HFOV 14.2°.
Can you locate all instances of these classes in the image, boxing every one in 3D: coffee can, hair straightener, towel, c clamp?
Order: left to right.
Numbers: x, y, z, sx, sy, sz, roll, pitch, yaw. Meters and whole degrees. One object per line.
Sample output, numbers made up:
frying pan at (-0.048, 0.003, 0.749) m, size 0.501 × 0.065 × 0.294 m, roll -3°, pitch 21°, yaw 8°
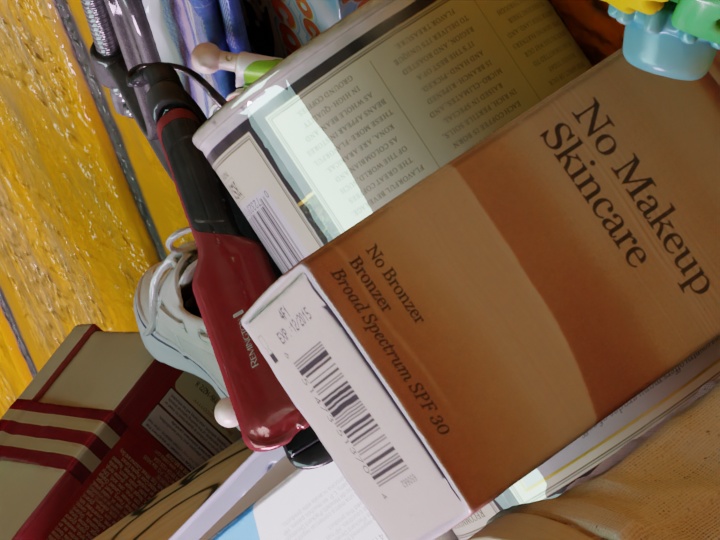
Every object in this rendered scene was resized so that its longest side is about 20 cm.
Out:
c clamp at (-0.124, -0.125, 1.383) m, size 0.200 × 0.027 × 0.171 m, roll 79°, pitch 166°, yaw -56°
towel at (-0.080, -0.113, 1.313) m, size 0.200 × 0.024 × 0.147 m, roll -122°, pitch 15°, yaw -54°
hair straightener at (-0.047, -0.006, 1.159) m, size 0.077 × 0.041 × 0.200 m, roll 31°, pitch -153°, yaw -55°
coffee can at (0.050, -0.007, 1.101) m, size 0.200 × 0.146 × 0.146 m, roll 57°, pitch 159°, yaw 0°

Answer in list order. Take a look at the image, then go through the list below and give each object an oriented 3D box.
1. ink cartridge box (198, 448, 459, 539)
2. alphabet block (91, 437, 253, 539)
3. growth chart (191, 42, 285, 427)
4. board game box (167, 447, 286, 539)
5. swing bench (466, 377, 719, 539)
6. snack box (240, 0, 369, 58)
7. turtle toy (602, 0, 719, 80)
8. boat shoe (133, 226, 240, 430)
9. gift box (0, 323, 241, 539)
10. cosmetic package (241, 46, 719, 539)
ink cartridge box at (0.041, 0.151, 1.205) m, size 0.128 × 0.125 × 0.200 m, roll -39°, pitch 92°, yaw 31°
alphabet block at (-0.021, 0.186, 1.462) m, size 0.197 × 0.200 × 0.195 m, roll 58°, pitch 159°, yaw -5°
growth chart at (0.000, 0.000, 1.242) m, size 0.144 × 0.018 × 0.201 m, roll 6°, pitch 118°, yaw 11°
board game box at (0.025, 0.151, 1.303) m, size 0.200 × 0.200 × 0.026 m, roll 45°, pitch -171°, yaw 3°
swing bench at (0.146, 0.103, 0.976) m, size 0.130 × 0.199 × 0.201 m, roll 30°, pitch 146°, yaw 49°
snack box at (-0.026, -0.120, 1.252) m, size 0.116 × 0.037 × 0.200 m, roll 44°, pitch 156°, yaw 35°
turtle toy at (0.086, -0.141, 0.891) m, size 0.200 × 0.101 × 0.146 m, roll 51°, pitch 158°, yaw 13°
boat shoe at (-0.072, 0.012, 1.477) m, size 0.202 × 0.074 × 0.086 m, roll -135°, pitch 31°, yaw -63°
gift box at (-0.116, 0.137, 1.635) m, size 0.185 × 0.200 × 0.187 m, roll 48°, pitch 160°, yaw -17°
cosmetic package at (0.073, -0.004, 0.982) m, size 0.104 × 0.200 × 0.087 m, roll 54°, pitch 158°, yaw 2°
